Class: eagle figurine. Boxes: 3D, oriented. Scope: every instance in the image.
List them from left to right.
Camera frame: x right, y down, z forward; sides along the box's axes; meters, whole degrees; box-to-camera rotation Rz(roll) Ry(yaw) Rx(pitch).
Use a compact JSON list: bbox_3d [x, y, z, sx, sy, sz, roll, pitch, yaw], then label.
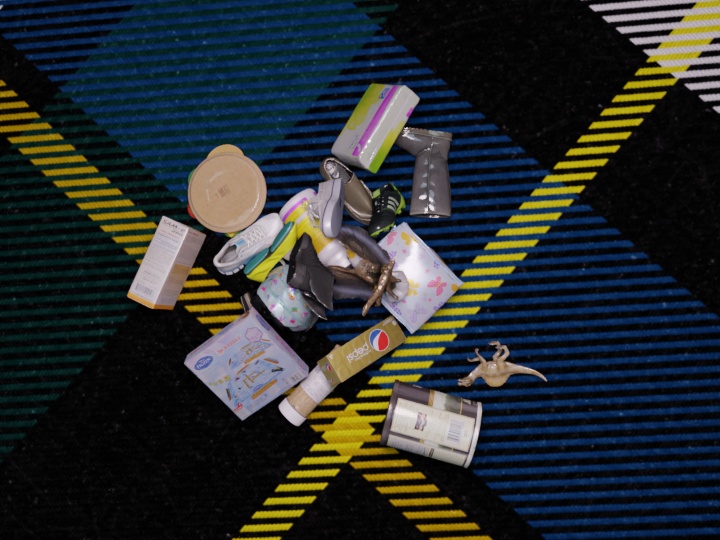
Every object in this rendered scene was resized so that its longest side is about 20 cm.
[{"bbox_3d":[-0.002,-0.006,1.443,0.151,0.199,0.152,-24,119,-30],"label":"eagle figurine"}]

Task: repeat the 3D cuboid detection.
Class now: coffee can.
[{"bbox_3d":[0.154,0.338,1.487,0.198,0.146,0.148,15,87,4],"label":"coffee can"}]

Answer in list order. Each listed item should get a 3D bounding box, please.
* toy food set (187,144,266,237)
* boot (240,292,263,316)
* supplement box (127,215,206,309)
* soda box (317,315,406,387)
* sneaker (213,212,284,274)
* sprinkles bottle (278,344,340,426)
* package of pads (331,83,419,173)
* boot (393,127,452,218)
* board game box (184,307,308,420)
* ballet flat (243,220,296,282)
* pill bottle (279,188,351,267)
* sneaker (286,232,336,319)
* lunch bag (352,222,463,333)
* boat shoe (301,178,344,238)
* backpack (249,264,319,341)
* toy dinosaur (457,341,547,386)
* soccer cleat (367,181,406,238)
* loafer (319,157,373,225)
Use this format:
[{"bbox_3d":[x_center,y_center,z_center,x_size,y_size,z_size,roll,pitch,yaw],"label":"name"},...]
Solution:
[{"bbox_3d":[-0.321,-0.186,1.605,0.200,0.049,0.198,42,90,5],"label":"toy food set"},{"bbox_3d":[-0.290,0.166,1.568,0.149,0.073,0.202,-17,93,2],"label":"boot"},{"bbox_3d":[-0.449,-0.014,1.564,0.073,0.126,0.202,24,87,7],"label":"supplement box"},{"bbox_3d":[0.004,0.180,1.502,0.199,0.064,0.068,-29,85,-31],"label":"soda box"},{"bbox_3d":[-0.262,-0.063,1.575,0.200,0.087,0.075,-41,83,-1],"label":"sneaker"},{"bbox_3d":[-0.098,0.264,1.549,0.068,0.068,0.200,44,90,6],"label":"sprinkles bottle"},{"bbox_3d":[0.029,-0.331,1.541,0.068,0.154,0.201,33,88,-32],"label":"package of pads"},{"bbox_3d":[0.132,-0.228,1.573,0.180,0.073,0.202,7,93,6],"label":"boot"},{"bbox_3d":[-0.254,0.213,1.509,0.199,0.041,0.200,-34,112,12],"label":"board game box"},{"bbox_3d":[-0.190,-0.037,1.549,0.067,0.067,0.200,35,124,-21],"label":"ballet flat"},{"bbox_3d":[-0.091,-0.083,1.554,0.104,0.104,0.201,-38,84,1],"label":"pill bottle"},{"bbox_3d":[-0.097,0.007,1.404,0.104,0.201,0.060,29,123,-17],"label":"sneaker"},{"bbox_3d":[0.105,0.012,1.526,0.200,0.127,0.170,44,92,-4],"label":"lunch bag"},{"bbox_3d":[-0.086,-0.137,1.465,0.085,0.203,0.075,-4,129,9],"label":"boat shoe"},{"bbox_3d":[-0.162,0.064,1.500,0.167,0.200,0.127,41,87,6],"label":"backpack"},{"bbox_3d":[0.319,0.217,1.539,0.198,0.058,0.102,-9,100,11],"label":"toy dinosaur"},{"bbox_3d":[0.048,-0.137,1.509,0.067,0.200,0.081,-26,105,28],"label":"soccer cleat"},{"bbox_3d":[-0.027,-0.187,1.573,0.075,0.070,0.200,-44,84,0],"label":"loafer"}]
